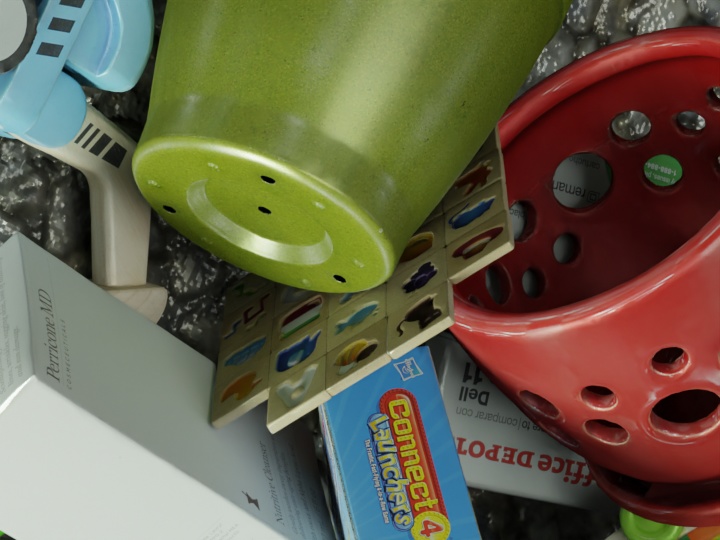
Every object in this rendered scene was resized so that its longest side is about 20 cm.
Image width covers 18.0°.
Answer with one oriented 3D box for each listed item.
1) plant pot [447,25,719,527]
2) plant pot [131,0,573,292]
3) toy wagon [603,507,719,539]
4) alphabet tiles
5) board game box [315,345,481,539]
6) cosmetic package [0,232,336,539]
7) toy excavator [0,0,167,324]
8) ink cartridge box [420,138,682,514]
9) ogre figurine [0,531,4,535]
[{"bbox_3d":[0.154,0.014,1.101,0.201,0.200,0.183,-49,123,-20],"label":"plant pot"},{"bbox_3d":[-0.012,-0.101,1.059,0.200,0.200,0.194,36,65,-30],"label":"plant pot"},{"bbox_3d":[0.123,0.175,1.229,0.200,0.155,0.040,-38,73,6],"label":"toy wagon"},{"bbox_3d":[0.000,0.000,1.085,0.166,0.200,0.006,-32,113,16],"label":"alphabet tiles"},{"bbox_3d":[0.029,0.172,1.070,0.056,0.200,0.197,-12,57,-5],"label":"board game box"},{"bbox_3d":[-0.108,0.085,1.059,0.081,0.113,0.200,-40,127,17],"label":"cosmetic package"},{"bbox_3d":[-0.141,-0.084,1.066,0.200,0.100,0.195,31,79,-40],"label":"toy excavator"},{"bbox_3d":[0.086,0.021,1.223,0.146,0.083,0.201,13,88,-33],"label":"ink cartridge box"},{"bbox_3d":[-0.175,0.192,1.063,0.120,0.098,0.200,52,34,-13],"label":"ogre figurine"}]
